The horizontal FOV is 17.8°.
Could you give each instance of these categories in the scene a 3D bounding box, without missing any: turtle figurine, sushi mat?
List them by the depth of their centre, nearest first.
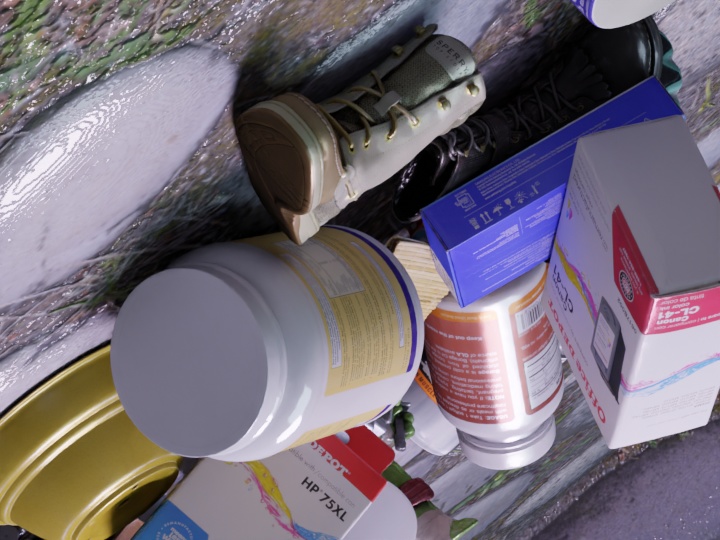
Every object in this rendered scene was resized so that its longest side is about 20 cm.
[{"bbox_3d":[0.029,0.017,1.725,0.096,0.012,0.200,-48,164,11],"label":"sushi mat"},{"bbox_3d":[0.037,0.131,1.888,0.200,0.194,0.144,-35,173,-34],"label":"turtle figurine"}]

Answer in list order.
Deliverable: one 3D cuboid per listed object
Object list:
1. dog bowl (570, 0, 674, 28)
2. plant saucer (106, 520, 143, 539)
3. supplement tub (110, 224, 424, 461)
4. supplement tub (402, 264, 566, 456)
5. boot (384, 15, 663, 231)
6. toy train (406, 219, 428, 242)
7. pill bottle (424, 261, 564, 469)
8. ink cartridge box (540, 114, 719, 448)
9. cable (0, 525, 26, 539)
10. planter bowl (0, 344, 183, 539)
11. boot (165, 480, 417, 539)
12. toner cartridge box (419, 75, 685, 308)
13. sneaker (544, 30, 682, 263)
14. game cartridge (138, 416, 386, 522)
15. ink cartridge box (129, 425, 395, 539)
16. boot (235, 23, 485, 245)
[{"bbox_3d":[0.194,-0.243,1.410,0.200,0.079,0.200,-36,165,-11],"label":"dog bowl"},{"bbox_3d":[-0.146,0.178,1.948,0.200,0.037,0.200,-35,165,-10],"label":"plant saucer"},{"bbox_3d":[-0.061,0.048,1.544,0.145,0.146,0.200,-46,164,26],"label":"supplement tub"},{"bbox_3d":[0.112,0.062,2.044,0.200,0.123,0.122,-44,164,19],"label":"supplement tub"},{"bbox_3d":[0.118,-0.107,1.667,0.174,0.069,0.200,-19,153,-42],"label":"boot"},{"bbox_3d":[0.000,0.000,1.740,0.150,0.056,0.200,-52,161,26],"label":"toy train"},{"bbox_3d":[0.110,0.065,1.908,0.112,0.112,0.200,-32,132,-24],"label":"pill bottle"},{"bbox_3d":[0.201,0.011,1.631,0.085,0.148,0.200,-13,146,-15],"label":"ink cartridge box"},{"bbox_3d":[-0.338,0.243,1.678,0.200,0.051,0.163,-27,166,-46],"label":"cable"},{"bbox_3d":[-0.188,0.137,1.629,0.200,0.084,0.200,-35,165,-11],"label":"planter bowl"},{"bbox_3d":[-0.055,0.187,1.788,0.200,0.074,0.095,17,167,-39],"label":"boot"},{"bbox_3d":[0.143,-0.056,1.674,0.200,0.043,0.095,-30,153,-7],"label":"toner cartridge box"},{"bbox_3d":[0.176,-0.096,1.808,0.078,0.201,0.140,12,180,-32],"label":"sneaker"},{"bbox_3d":[-0.096,0.140,1.801,0.200,0.042,0.133,-33,127,20],"label":"game cartridge"},{"bbox_3d":[-0.065,0.165,1.663,0.200,0.116,0.067,-50,-179,-22],"label":"ink cartridge box"},{"bbox_3d":[0.005,-0.097,1.414,0.154,0.072,0.200,-36,170,-8],"label":"boot"}]
